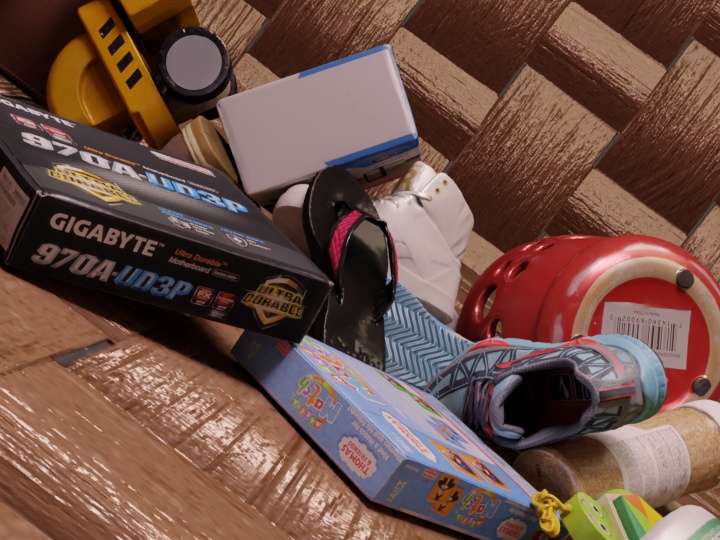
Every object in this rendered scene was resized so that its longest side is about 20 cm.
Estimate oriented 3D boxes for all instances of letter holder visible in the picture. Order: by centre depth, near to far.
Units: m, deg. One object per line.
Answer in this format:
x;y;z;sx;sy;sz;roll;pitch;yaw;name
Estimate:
-0.253;-0.222;1.264;0.200;0.142;0.101;36;6;0;letter holder

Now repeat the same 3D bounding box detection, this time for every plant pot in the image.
0.202;0.067;1.196;0.200;0.201;0.182;35;-11;-13;plant pot

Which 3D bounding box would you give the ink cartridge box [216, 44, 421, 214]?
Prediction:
-0.027;-0.111;1.187;0.200;0.146;0.084;38;33;-84;ink cartridge box

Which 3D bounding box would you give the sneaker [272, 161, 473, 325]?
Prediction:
0.015;-0.047;1.157;0.074;0.116;0.200;-3;-28;44;sneaker

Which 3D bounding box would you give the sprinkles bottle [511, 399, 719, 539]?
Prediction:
0.198;0.143;1.022;0.200;0.068;0.068;-8;37;-41;sprinkles bottle

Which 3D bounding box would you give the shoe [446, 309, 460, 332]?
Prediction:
0.008;0.019;1.255;0.200;0.072;0.091;44;-12;-32;shoe

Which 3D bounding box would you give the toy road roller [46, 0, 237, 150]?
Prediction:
-0.195;-0.184;1.127;0.200;0.146;0.123;62;-4;1;toy road roller

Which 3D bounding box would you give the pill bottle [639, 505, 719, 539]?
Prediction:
0.203;0.216;0.674;0.200;0.113;0.113;39;7;25;pill bottle

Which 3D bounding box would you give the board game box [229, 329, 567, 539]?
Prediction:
0.028;0.106;0.877;0.151;0.037;0.200;41;7;40;board game box

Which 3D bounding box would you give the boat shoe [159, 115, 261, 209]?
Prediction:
-0.125;-0.065;1.153;0.200;0.065;0.073;63;5;-67;boat shoe

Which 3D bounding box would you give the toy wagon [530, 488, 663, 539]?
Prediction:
0.186;0.195;0.878;0.200;0.040;0.155;42;15;-21;toy wagon

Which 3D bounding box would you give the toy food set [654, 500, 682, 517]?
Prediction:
0.240;0.232;1.076;0.143;0.060;0.200;35;15;-14;toy food set

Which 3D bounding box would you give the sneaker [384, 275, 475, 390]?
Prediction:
0.045;0.071;1.125;0.200;0.077;0.081;33;-18;7;sneaker

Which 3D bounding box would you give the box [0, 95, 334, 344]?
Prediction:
-0.134;-0.033;0.815;0.200;0.046;0.159;18;17;-39;box

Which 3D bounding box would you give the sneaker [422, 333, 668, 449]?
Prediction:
0.106;0.085;0.982;0.095;0.200;0.079;-10;85;-49;sneaker

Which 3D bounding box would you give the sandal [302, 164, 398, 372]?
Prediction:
0.000;0.000;1.023;0.075;0.045;0.200;23;44;-29;sandal
